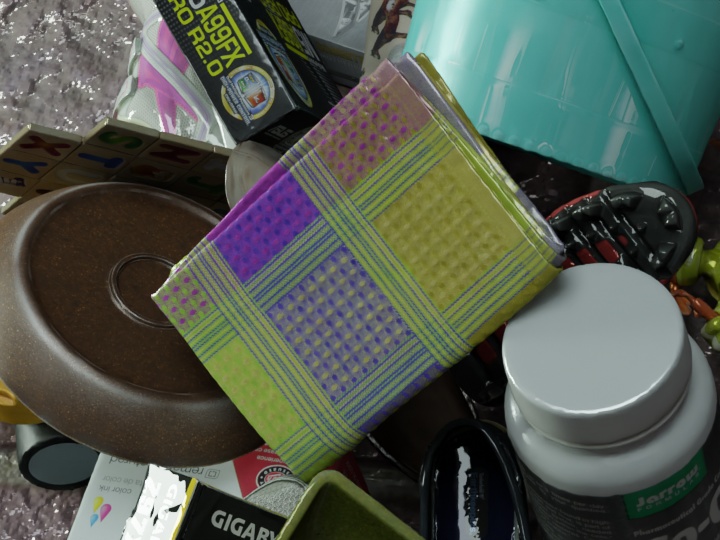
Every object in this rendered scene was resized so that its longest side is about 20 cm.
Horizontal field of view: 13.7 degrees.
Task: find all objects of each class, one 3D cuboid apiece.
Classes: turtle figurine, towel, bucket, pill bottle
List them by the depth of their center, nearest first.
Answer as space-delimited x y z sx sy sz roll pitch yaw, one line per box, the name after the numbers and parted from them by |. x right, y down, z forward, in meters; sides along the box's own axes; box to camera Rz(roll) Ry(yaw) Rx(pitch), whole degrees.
0.000 0.000 1.559 0.200 0.023 0.144 -43 79 19 | towel
0.138 0.091 1.592 0.113 0.200 0.113 -8 53 11 | pill bottle
0.120 -0.127 1.672 0.207 0.207 0.135 20 94 26 | bucket
0.240 0.007 1.711 0.161 0.065 0.200 5 45 8 | turtle figurine

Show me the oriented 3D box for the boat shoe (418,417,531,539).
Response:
0.064 0.173 1.625 0.074 0.062 0.201 -7 70 10 | boat shoe

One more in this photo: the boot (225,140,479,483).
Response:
-0.003 0.027 1.659 0.064 0.200 0.187 -35 72 -2 | boot

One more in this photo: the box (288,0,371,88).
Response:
0.052 -0.179 1.905 0.200 0.048 0.159 21 62 27 | box

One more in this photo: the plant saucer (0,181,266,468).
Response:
-0.118 0.020 1.668 0.200 0.035 0.201 16 44 -16 | plant saucer

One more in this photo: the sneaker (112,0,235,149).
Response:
-0.119 -0.114 1.883 0.088 0.081 0.200 -25 48 0 | sneaker

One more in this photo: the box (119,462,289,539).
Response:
-0.051 0.205 1.525 0.049 0.200 0.160 14 80 50 | box

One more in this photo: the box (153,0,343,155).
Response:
-0.069 -0.141 1.783 0.044 0.200 0.161 -32 79 9 | box

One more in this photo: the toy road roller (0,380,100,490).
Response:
-0.136 0.031 1.742 0.199 0.146 0.123 -14 53 5 | toy road roller

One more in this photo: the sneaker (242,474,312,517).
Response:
-0.087 0.181 1.558 0.078 0.082 0.200 31 67 29 | sneaker

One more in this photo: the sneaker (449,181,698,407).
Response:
0.129 0.003 1.658 0.098 0.200 0.071 -23 76 -42 | sneaker

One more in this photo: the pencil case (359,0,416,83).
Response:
0.040 -0.108 1.790 0.089 0.078 0.201 2 82 55 | pencil case

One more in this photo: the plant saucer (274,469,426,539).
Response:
-0.004 0.233 1.481 0.200 0.200 0.048 -57 20 -17 | plant saucer

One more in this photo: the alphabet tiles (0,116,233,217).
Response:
-0.120 -0.045 1.754 0.199 0.166 0.006 14 67 -24 | alphabet tiles

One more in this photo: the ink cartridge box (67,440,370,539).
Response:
-0.092 0.189 1.657 0.145 0.083 0.200 7 57 18 | ink cartridge box
